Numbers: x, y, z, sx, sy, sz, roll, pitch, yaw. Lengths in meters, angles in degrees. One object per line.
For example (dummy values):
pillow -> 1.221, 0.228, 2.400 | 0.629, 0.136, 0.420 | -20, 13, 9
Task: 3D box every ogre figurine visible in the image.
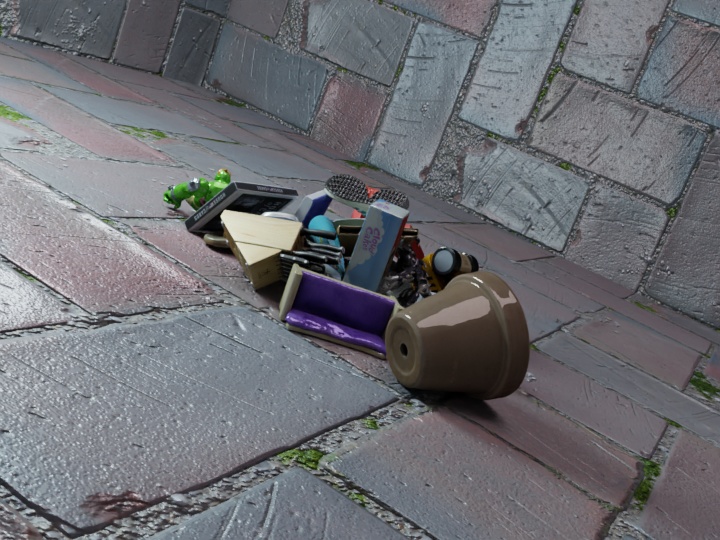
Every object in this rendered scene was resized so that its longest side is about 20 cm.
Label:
ogre figurine -> -0.293, -0.146, 1.758 | 0.198, 0.100, 0.119 | 32, -24, -16

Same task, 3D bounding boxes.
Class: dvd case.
dvd case -> -0.233, -0.122, 1.701 | 0.198, 0.149, 0.025 | 1, 59, -58

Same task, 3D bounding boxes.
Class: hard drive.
hard drive -> -0.115, -0.107, 1.833 | 0.025, 0.134, 0.200 | 31, 14, 4

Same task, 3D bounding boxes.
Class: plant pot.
plant pot -> 0.137, 0.113, 1.328 | 0.171, 0.205, 0.200 | -9, 27, -29

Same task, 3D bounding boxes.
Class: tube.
tube -> -0.060, -0.057, 1.600 | 0.078, 0.050, 0.200 | 57, -1, -18

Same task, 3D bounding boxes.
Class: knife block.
knife block -> -0.131, -0.051, 1.493 | 0.173, 0.065, 0.201 | -24, 50, -16

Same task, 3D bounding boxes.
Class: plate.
plate -> -0.022, -0.063, 1.858 | 0.195, 0.026, 0.201 | -2, -20, -1

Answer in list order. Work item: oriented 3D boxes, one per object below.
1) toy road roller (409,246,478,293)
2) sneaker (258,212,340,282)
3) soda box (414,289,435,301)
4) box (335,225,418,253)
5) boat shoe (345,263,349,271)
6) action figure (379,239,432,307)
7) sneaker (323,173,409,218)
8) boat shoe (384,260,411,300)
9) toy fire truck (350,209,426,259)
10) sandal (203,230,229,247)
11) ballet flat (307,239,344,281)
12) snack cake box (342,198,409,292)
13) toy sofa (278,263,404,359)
toy road roller -> 0.181, 0.059, 1.752 | 0.122, 0.145, 0.204 | 12, 52, -57
sneaker -> -0.115, -0.048, 1.599 | 0.196, 0.082, 0.148 | 18, 46, 3
soda box -> 0.166, 0.109, 1.583 | 0.063, 0.069, 0.199 | 11, 18, -38
box -> 0.020, -0.061, 1.741 | 0.159, 0.022, 0.200 | 1, -8, -8
boat shoe -> 0.000, 0.000, 1.732 | 0.062, 0.075, 0.200 | 22, 13, -7
action figure -> 0.086, 0.038, 1.554 | 0.120, 0.100, 0.202 | 61, 5, -48
sneaker -> 0.011, -0.136, 1.839 | 0.196, 0.094, 0.071 | 18, 52, 15
boat shoe -> 0.055, 0.031, 1.753 | 0.074, 0.065, 0.203 | 30, 15, -17
toy fire truck -> 0.066, -0.057, 1.960 | 0.138, 0.049, 0.201 | 2, -38, 27
sandal -> -0.221, -0.089, 1.665 | 0.197, 0.055, 0.080 | -20, 23, -36
ballet flat -> -0.116, -0.041, 1.685 | 0.197, 0.073, 0.072 | 28, 14, 16
snack cake box -> 0.021, -0.020, 1.561 | 0.066, 0.204, 0.115 | 22, 12, 7
toy sofa -> -0.030, 0.066, 1.399 | 0.196, 0.084, 0.098 | 19, 12, -15
